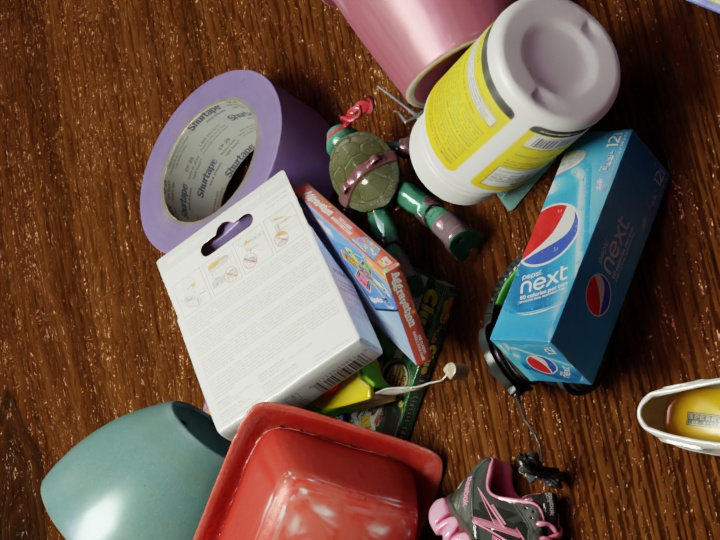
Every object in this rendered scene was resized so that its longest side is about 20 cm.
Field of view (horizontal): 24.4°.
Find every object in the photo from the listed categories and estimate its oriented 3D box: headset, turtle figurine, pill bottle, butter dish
[{"bbox_3d":[0.162,0.076,1.400,0.123,0.094,0.202,-4,65,40],"label":"headset"},{"bbox_3d":[0.020,-0.075,1.532,0.150,0.100,0.201,-47,57,24],"label":"turtle figurine"},{"bbox_3d":[0.120,-0.133,1.370,0.200,0.113,0.116,139,127,-61],"label":"pill bottle"},{"bbox_3d":[-0.032,0.242,1.440,0.148,0.198,0.201,-124,55,-69],"label":"butter dish"}]

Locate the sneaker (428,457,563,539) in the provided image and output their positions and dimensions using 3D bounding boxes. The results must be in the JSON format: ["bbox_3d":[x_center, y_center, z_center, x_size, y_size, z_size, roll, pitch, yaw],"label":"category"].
[{"bbox_3d":[0.141,0.233,1.386,0.096,0.079,0.200,-52,52,11],"label":"sneaker"}]

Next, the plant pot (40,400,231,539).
[{"bbox_3d":[-0.179,0.203,1.554,0.135,0.199,0.200,-52,50,9],"label":"plant pot"}]

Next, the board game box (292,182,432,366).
[{"bbox_3d":[0.000,0.000,1.504,0.019,0.104,0.200,-29,33,-12],"label":"board game box"}]

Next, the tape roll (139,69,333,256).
[{"bbox_3d":[-0.123,-0.092,1.655,0.199,0.085,0.202,-22,54,34],"label":"tape roll"}]

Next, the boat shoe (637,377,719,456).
[{"bbox_3d":[0.297,0.109,1.245,0.199,0.069,0.072,0,83,45],"label":"boat shoe"}]

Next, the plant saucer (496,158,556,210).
[{"bbox_3d":[0.106,-0.148,1.517,0.070,0.019,0.201,-50,53,27],"label":"plant saucer"}]

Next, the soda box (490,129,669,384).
[{"bbox_3d":[0.178,-0.012,1.332,0.064,0.068,0.201,0,57,44],"label":"soda box"}]

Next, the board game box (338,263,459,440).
[{"bbox_3d":[0.021,0.091,1.557,0.104,0.023,0.202,30,105,46],"label":"board game box"}]

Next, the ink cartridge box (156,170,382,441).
[{"bbox_3d":[-0.087,0.034,1.526,0.162,0.057,0.201,-34,53,14],"label":"ink cartridge box"}]

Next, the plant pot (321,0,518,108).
[{"bbox_3d":[0.064,-0.252,1.461,0.199,0.199,0.180,-35,71,35],"label":"plant pot"}]

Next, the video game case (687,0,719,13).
[{"bbox_3d":[0.337,-0.275,1.287,0.199,0.045,0.183,33,105,43],"label":"video game case"}]

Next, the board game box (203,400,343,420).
[{"bbox_3d":[-0.101,0.146,1.612,0.199,0.039,0.160,-21,61,38],"label":"board game box"}]

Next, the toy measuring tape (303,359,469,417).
[{"bbox_3d":[0.010,0.086,1.510,0.199,0.073,0.074,-18,70,37],"label":"toy measuring tape"}]
